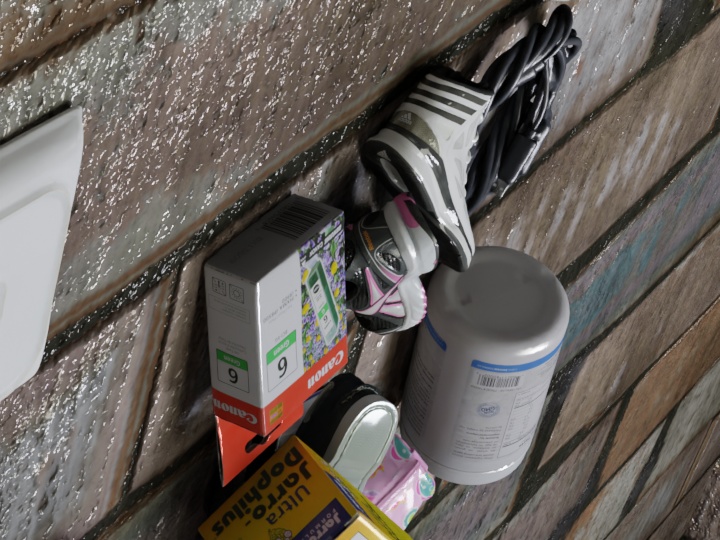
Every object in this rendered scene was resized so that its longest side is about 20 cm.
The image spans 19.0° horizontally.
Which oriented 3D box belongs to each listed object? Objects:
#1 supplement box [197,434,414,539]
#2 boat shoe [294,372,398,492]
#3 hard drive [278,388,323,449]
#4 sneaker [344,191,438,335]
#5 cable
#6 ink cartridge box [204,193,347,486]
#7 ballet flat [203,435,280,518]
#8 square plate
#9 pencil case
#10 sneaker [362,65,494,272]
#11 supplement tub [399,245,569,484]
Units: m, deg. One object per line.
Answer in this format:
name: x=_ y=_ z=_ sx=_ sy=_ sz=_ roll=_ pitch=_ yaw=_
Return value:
supplement box: x=-0.015 y=0.239 z=1.684 sx=0.109 sy=0.110 sz=0.200 roll=-44 pitch=134 yaw=-1
boat shoe: x=-0.040 y=0.178 z=1.748 sx=0.075 sy=0.060 sz=0.200 roll=27 pitch=98 yaw=-44
hard drive: x=-0.079 y=0.199 z=1.822 sx=0.132 sy=0.025 sz=0.201 roll=-23 pitch=141 yaw=-60
sneaker: x=0.000 y=0.000 z=1.664 sx=0.086 sy=0.081 sz=0.200 roll=-20 pitch=159 yaw=-11
cable: x=0.115 y=-0.134 z=1.778 sx=0.163 sy=0.051 sz=0.201 roll=-11 pitch=134 yaw=-60
ink cartridge box: x=-0.057 y=0.058 z=1.546 sx=0.109 sy=0.050 sz=0.201 roll=-40 pitch=140 yaw=-43
ballet flat: x=-0.073 y=0.131 z=1.677 sx=0.066 sy=0.057 sz=0.201 roll=-31 pitch=146 yaw=-49
square plate: x=-0.222 y=0.028 z=1.173 sx=0.200 sy=0.028 sz=0.199 roll=-37 pitch=152 yaw=-47
pencil case: x=-0.019 y=0.228 z=1.846 sx=0.200 sy=0.087 sz=0.088 roll=-46 pitch=158 yaw=-35
sneaker: x=0.075 y=-0.083 z=1.677 sx=0.116 sy=0.075 sz=0.201 roll=-53 pitch=153 yaw=-15
supplement tub: x=0.111 y=0.087 z=1.972 sx=0.132 sy=0.132 sz=0.200 roll=-44 pitch=158 yaw=-37
